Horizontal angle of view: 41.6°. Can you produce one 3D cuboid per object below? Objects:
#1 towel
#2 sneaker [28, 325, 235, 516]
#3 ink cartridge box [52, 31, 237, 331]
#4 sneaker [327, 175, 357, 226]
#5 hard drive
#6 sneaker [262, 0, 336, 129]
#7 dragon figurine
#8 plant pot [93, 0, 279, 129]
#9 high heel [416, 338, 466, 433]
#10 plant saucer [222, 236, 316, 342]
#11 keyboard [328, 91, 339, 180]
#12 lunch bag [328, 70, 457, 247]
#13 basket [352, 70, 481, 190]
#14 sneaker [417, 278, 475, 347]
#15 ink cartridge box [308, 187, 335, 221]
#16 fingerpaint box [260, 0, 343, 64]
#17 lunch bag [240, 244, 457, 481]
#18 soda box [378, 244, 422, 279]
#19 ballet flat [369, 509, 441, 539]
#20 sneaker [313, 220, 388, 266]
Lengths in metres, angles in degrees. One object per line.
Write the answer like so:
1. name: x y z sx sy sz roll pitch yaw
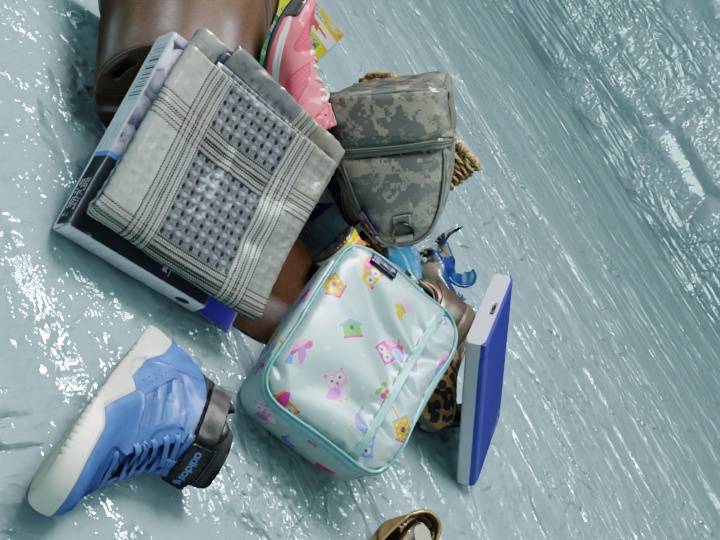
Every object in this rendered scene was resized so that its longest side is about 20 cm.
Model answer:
1. towel: -0.113 -0.084 0.833 0.192 0.034 0.201 37 69 -33
2. sneaker: -0.150 0.126 0.684 0.111 0.077 0.200 39 21 -8
3. ink cartridge box: -0.143 -0.074 0.859 0.200 0.043 0.199 35 70 -34
4. sneaker: -0.003 -0.107 1.235 0.078 0.079 0.201 40 35 -21
5. hard drive: 0.139 0.123 1.064 0.132 0.025 0.201 -58 153 -51
6. sneaker: -0.062 -0.180 0.970 0.086 0.201 0.074 13 9 -7
7. dragon figurine: 0.121 0.006 1.320 0.100 0.059 0.200 52 26 -4
8. plant pot: -0.182 -0.232 0.968 0.200 0.200 0.199 33 39 -36
9. high heel: 0.073 0.091 1.111 0.142 0.071 0.201 14 54 -62
10. plant saucer: -0.107 -0.016 0.988 0.200 0.037 0.201 41 28 -27
11. keyboard: -0.037 -0.169 1.169 0.200 0.021 0.128 -19 74 -52
12. lunch bag: 0.043 -0.127 1.062 0.200 0.138 0.169 -71 153 -74
13. basket: 0.066 -0.202 1.386 0.200 0.149 0.143 41 28 -21
14. sneaker: 0.041 0.098 0.985 0.075 0.070 0.200 39 63 -9
15. ink cartridge box: -0.115 -0.151 1.133 0.201 0.044 0.094 58 24 10
16. fingerpaint box: -0.130 -0.374 1.356 0.200 0.073 0.167 48 27 -12
17. lunch bag: -0.001 0.084 0.884 0.160 0.077 0.200 38 60 -8
18. soda box: 0.031 0.039 1.114 0.064 0.068 0.201 39 29 -28
19. ballet flat: 0.021 0.263 0.818 0.069 0.063 0.200 52 25 -1
20. sneaker: 0.000 0.000 1.067 0.090 0.070 0.200 49 4 -1
